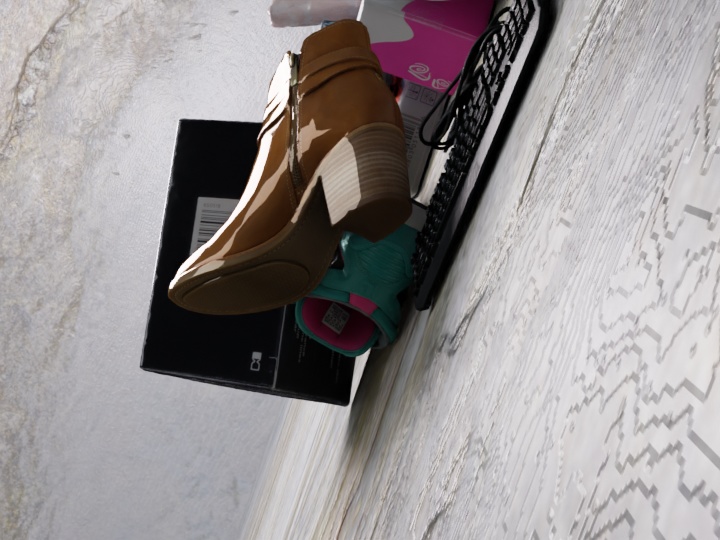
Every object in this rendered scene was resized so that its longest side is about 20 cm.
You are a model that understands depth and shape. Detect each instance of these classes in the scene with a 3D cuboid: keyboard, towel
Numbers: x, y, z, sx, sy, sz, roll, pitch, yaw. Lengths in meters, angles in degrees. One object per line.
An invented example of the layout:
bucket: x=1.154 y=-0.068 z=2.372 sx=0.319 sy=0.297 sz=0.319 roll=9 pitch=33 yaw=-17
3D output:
keyboard: x=0.057 y=-0.082 z=0.674 sx=0.104 sy=0.039 sz=0.201 roll=-79 pitch=9 yaw=-58
towel: x=0.027 y=-0.295 z=1.106 sx=0.192 sy=0.198 sz=0.032 roll=-72 pitch=-28 yaw=-47

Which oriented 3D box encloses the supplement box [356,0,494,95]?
supplement box: x=0.068 y=-0.266 z=0.954 sx=0.103 sy=0.100 sz=0.202 roll=118 pitch=171 yaw=-70

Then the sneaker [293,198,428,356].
sneaker: x=0.000 y=0.000 z=0.848 sx=0.121 sy=0.083 sz=0.200 roll=-62 pitch=5 yaw=0

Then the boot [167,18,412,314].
boot: x=-0.057 y=-0.069 z=0.778 sx=0.199 sy=0.076 sz=0.156 roll=-33 pitch=54 yaw=31

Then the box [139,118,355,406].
box: x=-0.074 y=0.001 z=0.937 sx=0.200 sy=0.116 sz=0.199 roll=32 pitch=-115 yaw=-70

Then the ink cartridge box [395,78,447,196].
ink cartridge box: x=0.045 y=-0.145 z=1.116 sx=0.200 sy=0.050 sz=0.164 roll=163 pitch=126 yaw=-82

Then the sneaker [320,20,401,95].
sneaker: x=-0.003 y=-0.202 z=1.103 sx=0.200 sy=0.095 sz=0.080 roll=64 pitch=-134 yaw=-84
